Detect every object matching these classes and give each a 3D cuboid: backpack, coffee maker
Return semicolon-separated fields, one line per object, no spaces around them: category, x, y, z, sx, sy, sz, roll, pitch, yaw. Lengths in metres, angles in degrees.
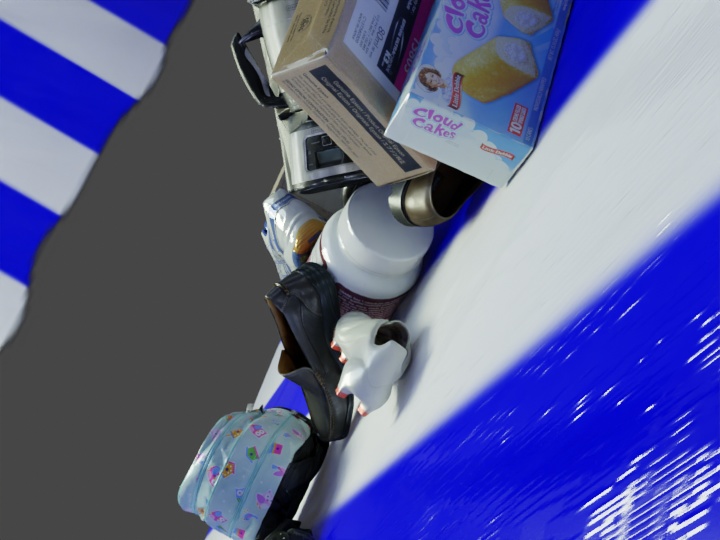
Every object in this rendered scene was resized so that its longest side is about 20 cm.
backpack;-0.115;0.227;1.266;0.200;0.125;0.169;27;-99;-84
coffee maker;-0.025;-0.186;1.192;0.192;0.133;0.203;-20;-79;-58

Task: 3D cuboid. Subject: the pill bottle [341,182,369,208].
pill bottle;0.049;-0.135;1.343;0.201;0.111;0.112;-74;10;-49

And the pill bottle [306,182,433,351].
pill bottle;0.000;0.000;1.255;0.200;0.113;0.115;122;170;-53

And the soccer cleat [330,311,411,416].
soccer cleat;0.016;0.074;1.118;0.078;0.069;0.200;-49;11;10

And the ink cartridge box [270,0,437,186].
ink cartridge box;0.019;-0.209;1.068;0.075;0.165;0.202;-12;50;40

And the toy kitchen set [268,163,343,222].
toy kitchen set;-0.020;-0.101;1.480;0.165;0.179;0.200;-67;10;-19

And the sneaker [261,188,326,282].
sneaker;-0.074;-0.026;1.385;0.075;0.088;0.201;-35;-22;-22

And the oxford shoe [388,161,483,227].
oxford shoe;0.107;-0.128;1.105;0.084;0.072;0.202;11;73;59

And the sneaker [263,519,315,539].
sneaker;-0.079;0.286;1.094;0.088;0.075;0.200;-60;6;1

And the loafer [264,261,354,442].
loafer;-0.058;0.094;1.223;0.072;0.072;0.202;14;121;52

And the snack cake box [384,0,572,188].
snack cake box;0.107;-0.185;1.018;0.067;0.114;0.202;125;167;-57
